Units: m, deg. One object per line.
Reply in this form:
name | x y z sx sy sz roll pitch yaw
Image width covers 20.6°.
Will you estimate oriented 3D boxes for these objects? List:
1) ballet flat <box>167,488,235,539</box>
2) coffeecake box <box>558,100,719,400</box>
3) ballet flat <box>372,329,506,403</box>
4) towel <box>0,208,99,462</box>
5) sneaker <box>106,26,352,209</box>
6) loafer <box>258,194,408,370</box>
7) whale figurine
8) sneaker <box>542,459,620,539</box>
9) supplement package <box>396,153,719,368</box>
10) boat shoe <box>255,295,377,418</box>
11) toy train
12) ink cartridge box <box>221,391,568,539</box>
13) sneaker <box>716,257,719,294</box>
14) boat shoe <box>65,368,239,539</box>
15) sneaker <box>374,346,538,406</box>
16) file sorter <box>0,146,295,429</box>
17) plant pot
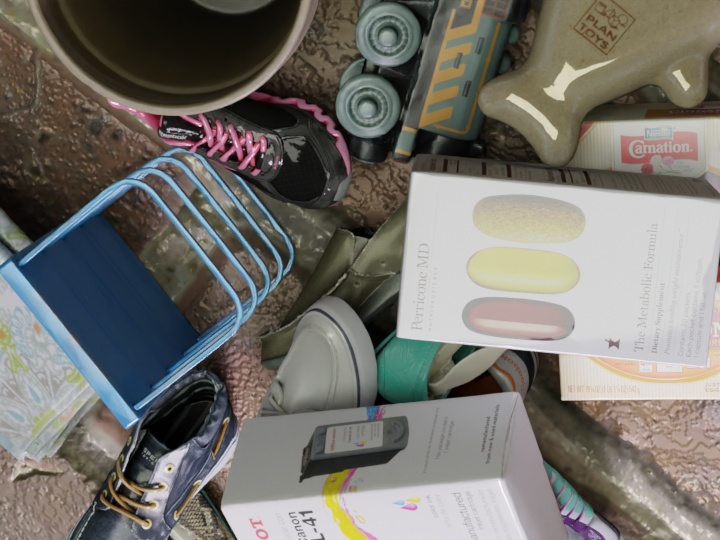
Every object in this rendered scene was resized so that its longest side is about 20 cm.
ballet flat | -0.105 0.241 1.520 0.200 0.075 0.068 46 141 -3
coffeecake box | 0.215 -0.015 1.388 0.153 0.073 0.201 -1 104 13
ballet flat | 0.091 0.022 1.389 0.070 0.067 0.200 37 83 29
towel | -0.273 0.037 1.482 0.200 0.048 0.171 45 135 -1
sneaker | -0.099 -0.099 1.396 0.200 0.095 0.079 33 122 20
loafer | 0.000 0.000 1.444 0.200 0.075 0.070 -37 89 9
whale figurine | 0.164 -0.160 1.326 0.159 0.104 0.200 38 85 4
sneaker | 0.109 0.176 1.406 0.088 0.074 0.200 -51 129 -5
supplement package | 0.127 -0.009 1.294 0.199 0.110 0.114 5 99 2
boat shoe | -0.043 0.106 1.400 0.072 0.066 0.200 42 137 23
toy train | 0.053 -0.163 1.383 0.114 0.085 0.201 15 107 -2
ink cartridge box | 0.027 0.168 1.337 0.199 0.086 0.148 -9 129 19
sneaker | 0.318 -0.021 1.320 0.077 0.199 0.082 3 93 52
boat shoe | -0.163 0.161 1.452 0.071 0.091 0.200 29 68 16
sneaker | 0.034 0.103 1.455 0.200 0.079 0.079 -29 98 19
file sorter | -0.139 -0.003 1.402 0.123 0.200 0.139 -37 95 14
plant pot | -0.110 -0.219 1.350 0.199 0.174 0.201 3 105 10
